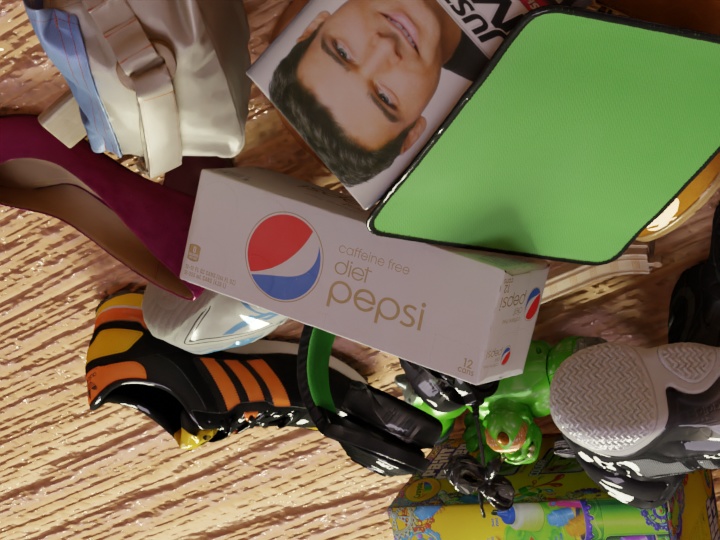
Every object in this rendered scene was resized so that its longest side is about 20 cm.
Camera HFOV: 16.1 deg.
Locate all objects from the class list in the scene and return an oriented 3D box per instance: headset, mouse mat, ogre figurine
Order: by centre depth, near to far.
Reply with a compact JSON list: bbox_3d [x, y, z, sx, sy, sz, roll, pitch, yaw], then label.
[{"bbox_3d":[0.111,-0.065,1.304,0.160,0.008,0.200,8,145,-26],"label":"mouse mat"},{"bbox_3d":[0.028,0.070,1.523,0.124,0.200,0.094,-49,143,12],"label":"headset"},{"bbox_3d":[0.104,0.077,1.606,0.199,0.099,0.120,12,168,29],"label":"ogre figurine"}]

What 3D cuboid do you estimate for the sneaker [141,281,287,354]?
[{"bbox_3d":[-0.059,0.005,1.558,0.072,0.072,0.200,7,164,-35],"label":"sneaker"}]

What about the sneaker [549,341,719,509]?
[{"bbox_3d":[0.209,0.093,1.507,0.199,0.076,0.114,4,155,3],"label":"sneaker"}]

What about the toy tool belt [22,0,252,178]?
[{"bbox_3d":[-0.136,-0.136,1.338,0.122,0.125,0.200,-7,142,11],"label":"toy tool belt"}]

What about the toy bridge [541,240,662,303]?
[{"bbox_3d":[0.080,-0.008,1.507,0.199,0.068,0.027,1,145,15],"label":"toy bridge"}]

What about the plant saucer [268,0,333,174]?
[{"bbox_3d":[0.043,-0.093,1.423,0.199,0.038,0.201,8,146,5],"label":"plant saucer"}]

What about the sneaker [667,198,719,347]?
[{"bbox_3d":[0.243,0.005,1.488,0.090,0.076,0.200,6,154,-8],"label":"sneaker"}]

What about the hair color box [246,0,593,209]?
[{"bbox_3d":[0.039,-0.130,1.290,0.099,0.061,0.200,49,132,3],"label":"hair color box"}]

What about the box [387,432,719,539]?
[{"bbox_3d":[0.140,0.221,1.691,0.191,0.122,0.201,-4,108,21],"label":"box"}]

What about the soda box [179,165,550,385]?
[{"bbox_3d":[0.000,0.000,1.425,0.199,0.069,0.064,19,-168,26],"label":"soda box"}]

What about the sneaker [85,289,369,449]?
[{"bbox_3d":[-0.088,0.087,1.670,0.199,0.090,0.070,20,145,-12],"label":"sneaker"}]

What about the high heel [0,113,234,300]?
[{"bbox_3d":[-0.177,-0.036,1.513,0.199,0.097,0.068,4,145,11],"label":"high heel"}]

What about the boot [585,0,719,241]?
[{"bbox_3d":[0.142,-0.106,1.348,0.143,0.071,0.201,21,136,-15],"label":"boot"}]
